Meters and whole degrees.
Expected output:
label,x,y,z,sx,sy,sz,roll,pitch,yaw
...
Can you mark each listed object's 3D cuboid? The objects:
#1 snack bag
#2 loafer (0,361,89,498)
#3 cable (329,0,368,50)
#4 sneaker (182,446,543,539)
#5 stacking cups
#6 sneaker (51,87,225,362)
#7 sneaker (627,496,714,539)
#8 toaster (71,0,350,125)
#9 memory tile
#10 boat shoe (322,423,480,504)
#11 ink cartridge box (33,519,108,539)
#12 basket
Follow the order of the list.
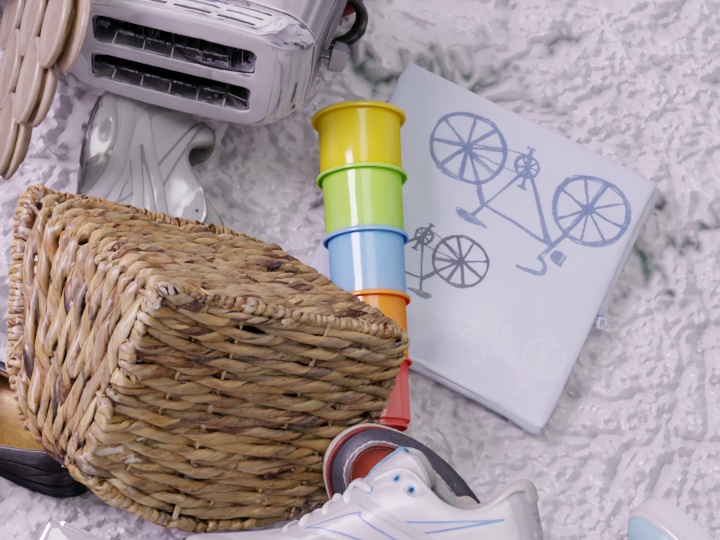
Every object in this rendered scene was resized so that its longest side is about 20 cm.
label,x,y,z,sx,sy,sz,roll,pitch,yaw
snack bag,0.075,-0.013,1.143,0.188,0.021,0.200,26,69,0
loafer,-0.238,0.068,1.022,0.200,0.072,0.073,17,68,-4
cable,-0.077,-0.161,1.172,0.200,0.050,0.097,-31,92,-8
sneaker,0.003,0.136,0.948,0.200,0.075,0.087,0,92,8
stacking cups,0.000,0.000,1.090,0.060,0.061,0.200,2,74,-10
sneaker,-0.133,-0.020,1.077,0.099,0.078,0.200,17,68,-8
sneaker,0.195,0.232,1.044,0.082,0.074,0.200,-21,74,-21
toaster,-0.098,-0.173,1.071,0.200,0.114,0.129,14,57,-2
memory tile,-0.182,-0.164,1.032,0.017,0.153,0.200,12,50,-21
boat shoe,0.053,0.169,1.005,0.071,0.063,0.200,-37,105,-3
ink cartridge box,-0.149,0.258,0.959,0.146,0.086,0.200,25,65,-1
basket,-0.102,0.055,1.007,0.200,0.149,0.143,12,105,-45
